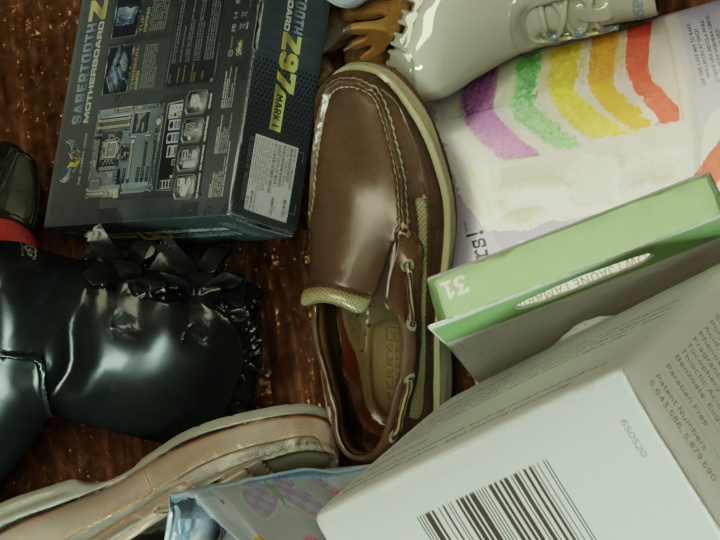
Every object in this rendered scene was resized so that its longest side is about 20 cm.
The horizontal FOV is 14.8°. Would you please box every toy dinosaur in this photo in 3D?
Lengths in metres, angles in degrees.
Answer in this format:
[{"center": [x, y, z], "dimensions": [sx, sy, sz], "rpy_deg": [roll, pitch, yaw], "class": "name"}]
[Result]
[{"center": [0.008, -0.137, 1.445], "dimensions": [0.200, 0.060, 0.106], "rpy_deg": [-25, 38, 10], "class": "toy dinosaur"}]

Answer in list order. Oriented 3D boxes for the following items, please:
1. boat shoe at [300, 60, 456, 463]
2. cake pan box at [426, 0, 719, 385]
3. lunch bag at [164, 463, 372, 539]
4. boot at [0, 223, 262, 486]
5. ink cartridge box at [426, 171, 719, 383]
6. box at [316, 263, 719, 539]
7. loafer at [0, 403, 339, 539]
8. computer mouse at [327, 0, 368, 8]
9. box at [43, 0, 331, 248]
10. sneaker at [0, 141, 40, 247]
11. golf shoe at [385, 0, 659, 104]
[{"center": [0.006, 0.000, 1.381], "dimensions": [0.075, 0.075, 0.203], "rpy_deg": [0, 107, 31], "class": "boat shoe"}, {"center": [0.133, -0.022, 1.420], "dimensions": [0.184, 0.052, 0.200], "rpy_deg": [-14, 77, 10], "class": "cake pan box"}, {"center": [-0.005, 0.193, 1.333], "dimensions": [0.127, 0.169, 0.200], "rpy_deg": [-24, 76, 46], "class": "lunch bag"}, {"center": [-0.143, 0.067, 1.433], "dimensions": [0.162, 0.073, 0.198], "rpy_deg": [10, 119, -12], "class": "boot"}, {"center": [0.103, -0.001, 1.292], "dimensions": [0.145, 0.200, 0.048], "rpy_deg": [-21, 75, 6], "class": "ink cartridge box"}, {"center": [0.125, 0.133, 1.252], "dimensions": [0.199, 0.131, 0.200], "rpy_deg": [-29, 96, 40], "class": "box"}, {"center": [-0.100, 0.130, 1.415], "dimensions": [0.200, 0.072, 0.063], "rpy_deg": [-20, 54, 7], "class": "loafer"}, {"center": [0.035, -0.214, 1.419], "dimensions": [0.044, 0.110, 0.200], "rpy_deg": [-2, 49, 45], "class": "computer mouse"}, {"center": [-0.086, -0.115, 1.439], "dimensions": [0.158, 0.051, 0.200], "rpy_deg": [-3, 75, 47], "class": "box"}, {"center": [-0.256, -0.033, 1.487], "dimensions": [0.200, 0.071, 0.098], "rpy_deg": [0, 63, 20], "class": "sneaker"}, {"center": [0.101, -0.147, 1.404], "dimensions": [0.097, 0.078, 0.200], "rpy_deg": [35, 69, 30], "class": "golf shoe"}]
